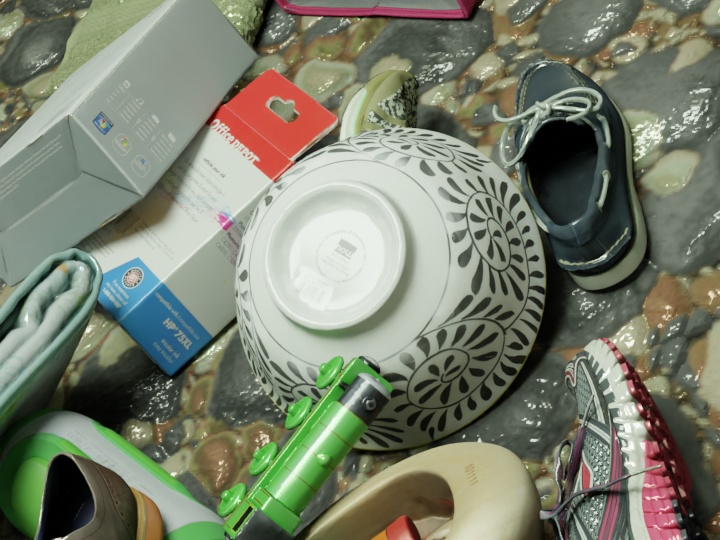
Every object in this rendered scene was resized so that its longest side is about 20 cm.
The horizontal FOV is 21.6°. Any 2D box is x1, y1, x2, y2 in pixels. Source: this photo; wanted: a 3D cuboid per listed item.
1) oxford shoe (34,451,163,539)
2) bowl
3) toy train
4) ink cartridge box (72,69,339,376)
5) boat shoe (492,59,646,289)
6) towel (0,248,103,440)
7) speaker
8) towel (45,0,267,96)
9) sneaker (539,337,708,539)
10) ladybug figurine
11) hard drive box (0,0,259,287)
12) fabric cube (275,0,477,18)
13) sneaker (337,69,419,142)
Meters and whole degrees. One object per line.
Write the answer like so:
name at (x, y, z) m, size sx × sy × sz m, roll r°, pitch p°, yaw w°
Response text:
oxford shoe at (-0.150, 0.182, 0.984) m, size 0.071 × 0.073 × 0.200 m, roll -29°, pitch 38°, yaw 17°
bowl at (0.000, 0.000, 1.103) m, size 0.201 × 0.094 × 0.201 m, roll -5°, pitch 75°, yaw 20°
toy train at (-0.050, 0.129, 1.029) m, size 0.200 × 0.042 × 0.056 m, roll -53°, pitch 16°, yaw -6°
ink cartridge box at (-0.097, -0.037, 1.298) m, size 0.200 × 0.067 × 0.116 m, roll -42°, pitch 38°, yaw -5°
boat shoe at (0.126, -0.073, 1.170) m, size 0.075 × 0.062 × 0.200 m, roll -24°, pitch 41°, yaw 20°
towel at (-0.247, 0.093, 1.199) m, size 0.200 × 0.048 × 0.171 m, roll -51°, pitch -1°, yaw -41°
speaker at (-0.148, 0.153, 1.141) m, size 0.088 × 0.088 × 0.200 m, roll -48°, pitch 40°, yaw -12°
towel at (-0.158, -0.203, 1.529) m, size 0.200 × 0.036 × 0.148 m, roll -8°, pitch 49°, yaw 32°
sneaker at (0.128, 0.112, 0.966) m, size 0.075 × 0.081 × 0.200 m, roll -25°, pitch 34°, yaw 14°
ladybug figurine at (0.017, 0.173, 0.999) m, size 0.200 × 0.072 × 0.136 m, roll -34°, pitch 30°, yaw 12°
hard drive box at (-0.183, -0.099, 1.341) m, size 0.156 × 0.077 × 0.200 m, roll -30°, pitch 19°, yaw 38°
fabric cube at (0.011, -0.326, 1.396) m, size 0.200 × 0.196 × 0.199 m, roll 8°, pitch 58°, yaw 42°
sneaker at (0.033, -0.046, 1.218) m, size 0.089 × 0.077 × 0.200 m, roll -4°, pitch 56°, yaw 22°
